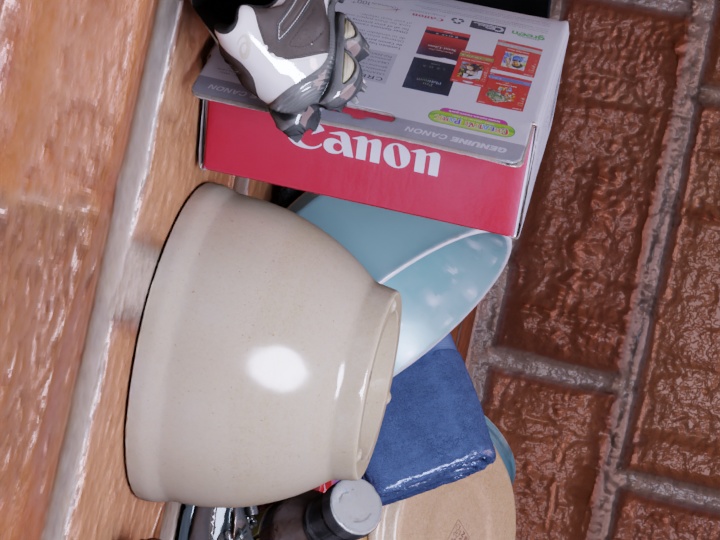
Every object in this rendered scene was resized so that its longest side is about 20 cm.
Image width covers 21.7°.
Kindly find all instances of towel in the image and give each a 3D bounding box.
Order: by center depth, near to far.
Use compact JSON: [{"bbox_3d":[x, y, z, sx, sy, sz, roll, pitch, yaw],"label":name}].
[{"bbox_3d":[0.027,0.083,1.484,0.049,0.111,0.201,81,-11,-61],"label":"towel"}]

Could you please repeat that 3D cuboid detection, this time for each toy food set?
[{"bbox_3d":[0.062,0.219,1.538,0.198,0.048,0.201,41,60,-43],"label":"toy food set"}]

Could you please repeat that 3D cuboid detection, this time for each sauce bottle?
[{"bbox_3d":[-0.047,0.194,1.326,0.200,0.064,0.065,-37,-149,56],"label":"sauce bottle"}]

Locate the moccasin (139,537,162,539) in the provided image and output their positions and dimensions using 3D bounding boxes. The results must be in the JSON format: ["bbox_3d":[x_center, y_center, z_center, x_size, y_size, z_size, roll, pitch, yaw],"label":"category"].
[{"bbox_3d":[-0.113,0.226,1.162,0.202,0.077,0.074,91,14,-53],"label":"moccasin"}]

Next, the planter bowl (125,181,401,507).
[{"bbox_3d":[-0.050,0.058,1.160,0.200,0.134,0.202,13,90,-81],"label":"planter bowl"}]

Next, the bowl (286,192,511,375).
[{"bbox_3d":[0.000,0.000,1.350,0.200,0.105,0.201,-33,159,-14],"label":"bowl"}]

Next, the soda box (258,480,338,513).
[{"bbox_3d":[-0.045,0.174,1.451,0.200,0.063,0.070,80,25,-64],"label":"soda box"}]

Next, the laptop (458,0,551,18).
[{"bbox_3d":[0.088,-0.129,1.468,0.201,0.102,0.178,90,9,-55],"label":"laptop"}]

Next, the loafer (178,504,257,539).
[{"bbox_3d":[-0.096,0.208,1.299,0.072,0.062,0.202,56,47,-79],"label":"loafer"}]

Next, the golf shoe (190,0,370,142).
[{"bbox_3d":[-0.050,-0.165,1.038,0.078,0.094,0.201,-39,-144,19],"label":"golf shoe"}]

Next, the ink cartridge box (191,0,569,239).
[{"bbox_3d":[0.011,-0.094,1.122,0.176,0.198,0.084,-67,167,-54],"label":"ink cartridge box"}]

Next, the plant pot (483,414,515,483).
[{"bbox_3d":[0.013,0.221,1.656,0.201,0.199,0.189,91,21,-52],"label":"plant pot"}]

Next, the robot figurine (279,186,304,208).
[{"bbox_3d":[-0.022,-0.126,1.339,0.201,0.058,0.146,87,18,-58],"label":"robot figurine"}]
